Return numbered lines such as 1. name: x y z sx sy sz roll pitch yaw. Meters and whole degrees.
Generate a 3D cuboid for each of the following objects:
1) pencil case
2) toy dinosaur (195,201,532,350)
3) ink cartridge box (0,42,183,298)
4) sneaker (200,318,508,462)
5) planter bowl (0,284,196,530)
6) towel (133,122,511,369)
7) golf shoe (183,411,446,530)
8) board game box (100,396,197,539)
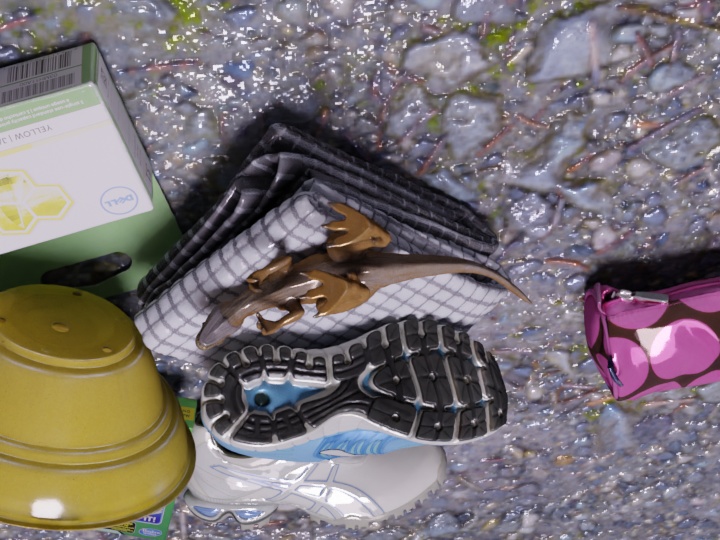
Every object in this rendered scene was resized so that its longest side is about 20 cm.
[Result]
1. pencil case: 0.256 0.031 1.041 0.198 0.091 0.094 -13 123 0
2. toy dinosaur: 0.000 0.000 0.855 0.198 0.061 0.106 -9 170 -1
3. ink cartridge box: -0.193 -0.033 0.919 0.144 0.048 0.201 -15 134 5
4. sneaker: -0.005 0.080 0.949 0.198 0.079 0.090 0 161 -13
5. planter bowl: -0.190 0.065 0.928 0.199 0.201 0.084 7 116 -18
6. towel: -0.027 0.006 0.957 0.199 0.086 0.165 22 130 -39
7. golf shoe: -0.032 0.134 1.105 0.198 0.079 0.098 -5 131 -6
8. board game box: -0.225 0.127 1.071 0.198 0.029 0.135 11 134 -8
